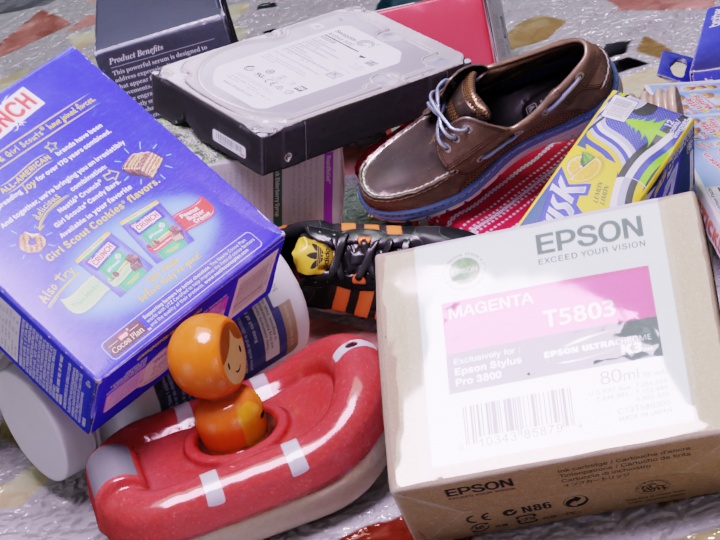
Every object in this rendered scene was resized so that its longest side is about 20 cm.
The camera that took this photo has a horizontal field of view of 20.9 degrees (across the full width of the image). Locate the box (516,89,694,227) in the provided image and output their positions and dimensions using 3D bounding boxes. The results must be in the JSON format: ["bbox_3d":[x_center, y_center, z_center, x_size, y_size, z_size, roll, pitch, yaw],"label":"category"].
[{"bbox_3d":[0.146,-0.021,1.271,0.064,0.070,0.200,23,59,25],"label":"box"}]

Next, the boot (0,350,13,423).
[{"bbox_3d":[-0.269,0.041,1.338,0.200,0.095,0.074,-53,50,8],"label":"boot"}]

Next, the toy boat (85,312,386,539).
[{"bbox_3d":[-0.078,0.086,1.192,0.199,0.132,0.131,-20,25,-8],"label":"toy boat"}]

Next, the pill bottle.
[{"bbox_3d":[-0.141,0.056,1.315,0.199,0.112,0.111,-31,29,-30],"label":"pill bottle"}]

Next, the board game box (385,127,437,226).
[{"bbox_3d":[0.103,-0.089,1.544,0.150,0.047,0.200,-16,24,1],"label":"board game box"}]

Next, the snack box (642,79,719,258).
[{"bbox_3d":[0.258,-0.071,1.363,0.071,0.024,0.201,-5,38,-9],"label":"snack box"}]

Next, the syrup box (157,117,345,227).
[{"bbox_3d":[-0.117,-0.063,1.427,0.198,0.082,0.079,-10,35,-17],"label":"syrup box"}]

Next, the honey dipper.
[{"bbox_3d":[0.127,-0.096,1.374,0.198,0.038,0.038,-8,26,17],"label":"honey dipper"}]

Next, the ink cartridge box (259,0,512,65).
[{"bbox_3d":[0.023,-0.182,1.679,0.198,0.085,0.176,-11,4,10],"label":"ink cartridge box"}]

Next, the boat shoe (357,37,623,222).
[{"bbox_3d":[0.079,-0.105,1.336,0.199,0.072,0.073,-30,58,8],"label":"boat shoe"}]

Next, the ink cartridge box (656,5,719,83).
[{"bbox_3d":[0.334,-0.158,1.516,0.199,0.077,0.137,-9,26,20],"label":"ink cartridge box"}]

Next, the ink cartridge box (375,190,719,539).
[{"bbox_3d":[0.113,0.056,1.127,0.198,0.075,0.166,-12,56,11],"label":"ink cartridge box"}]

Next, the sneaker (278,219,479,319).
[{"bbox_3d":[0.000,0.000,1.354,0.199,0.071,0.090,1,-8,43],"label":"sneaker"}]

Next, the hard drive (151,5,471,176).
[{"bbox_3d":[-0.035,-0.137,1.436,0.199,0.038,0.139,-21,37,-33],"label":"hard drive"}]

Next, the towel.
[{"bbox_3d":[0.105,-0.076,1.403,0.144,0.023,0.200,-37,42,-21],"label":"towel"}]

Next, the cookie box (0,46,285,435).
[{"bbox_3d":[-0.178,-0.024,1.245,0.200,0.075,0.171,42,56,15],"label":"cookie box"}]

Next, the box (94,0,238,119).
[{"bbox_3d":[-0.136,-0.122,1.576,0.106,0.201,0.149,-16,24,0],"label":"box"}]
